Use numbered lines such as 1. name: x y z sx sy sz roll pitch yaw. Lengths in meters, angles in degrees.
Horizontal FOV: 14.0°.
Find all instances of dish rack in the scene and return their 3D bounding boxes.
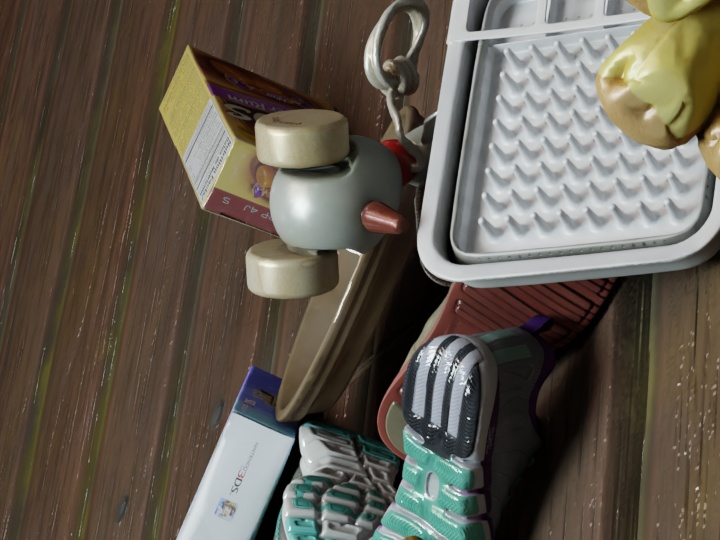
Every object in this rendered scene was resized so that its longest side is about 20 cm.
1. dish rack: 0.121 -0.078 1.492 0.171 0.044 0.201 -5 58 26

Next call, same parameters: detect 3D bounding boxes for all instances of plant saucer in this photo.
1. plant saucer: 0.000 0.000 1.719 0.200 0.029 0.201 -156 90 -85

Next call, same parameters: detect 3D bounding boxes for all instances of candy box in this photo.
1. candy box: -0.060 -0.078 1.955 0.057 0.116 0.200 -63 21 16

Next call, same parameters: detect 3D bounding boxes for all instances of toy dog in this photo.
1. toy dog: 0.023 -0.048 1.555 0.096 0.133 0.200 14 41 35

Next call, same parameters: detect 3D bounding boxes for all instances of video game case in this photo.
1. video game case: -0.088 0.162 1.807 0.200 0.045 0.182 -76 8 -84

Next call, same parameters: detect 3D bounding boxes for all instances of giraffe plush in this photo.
1. giraffe plush: 0.206 -0.148 1.302 0.162 0.172 0.201 -59 -7 -56

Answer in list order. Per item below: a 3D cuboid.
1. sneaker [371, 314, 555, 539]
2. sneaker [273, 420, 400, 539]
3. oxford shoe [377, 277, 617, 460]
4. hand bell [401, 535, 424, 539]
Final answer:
1. sneaker: 0.063 0.120 1.537 0.074 0.087 0.201 35 127 36
2. sneaker: -0.016 0.157 1.655 0.200 0.077 0.092 -72 -1 -76
3. oxford shoe: 0.077 0.015 1.572 0.200 0.070 0.075 -47 10 29
4. hand bell: 0.045 0.187 1.420 0.105 0.104 0.200 -61 21 21
